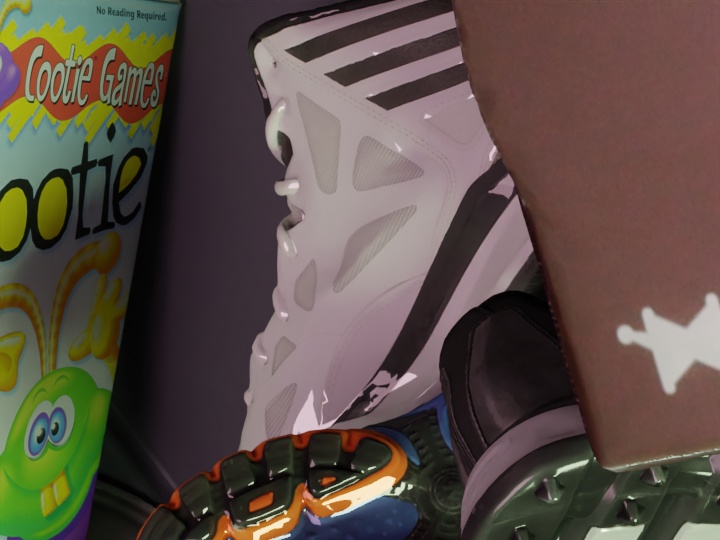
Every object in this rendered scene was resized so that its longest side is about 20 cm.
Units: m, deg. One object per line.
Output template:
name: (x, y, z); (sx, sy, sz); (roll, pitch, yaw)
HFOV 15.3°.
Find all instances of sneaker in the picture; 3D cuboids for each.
sneaker: (0.101, 0.044, 0.601); (0.067, 0.199, 0.091); (-61, 31, 28)
sneaker: (0.039, 0.059, 0.676); (0.199, 0.078, 0.076); (-16, 68, -4)
sneaker: (0.000, 0.000, 0.735); (0.115, 0.076, 0.201); (54, 124, 25)

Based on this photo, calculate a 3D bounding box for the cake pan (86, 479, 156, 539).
cake pan: (-0.098, 0.164, 0.855); (0.200, 0.037, 0.201); (10, 109, 32)

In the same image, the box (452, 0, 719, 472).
box: (0.136, -0.076, 0.531); (0.164, 0.200, 0.166); (-13, 97, 35)

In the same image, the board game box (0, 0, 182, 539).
board game box: (-0.136, 0.008, 0.772); (0.105, 0.103, 0.201); (16, 99, 30)
